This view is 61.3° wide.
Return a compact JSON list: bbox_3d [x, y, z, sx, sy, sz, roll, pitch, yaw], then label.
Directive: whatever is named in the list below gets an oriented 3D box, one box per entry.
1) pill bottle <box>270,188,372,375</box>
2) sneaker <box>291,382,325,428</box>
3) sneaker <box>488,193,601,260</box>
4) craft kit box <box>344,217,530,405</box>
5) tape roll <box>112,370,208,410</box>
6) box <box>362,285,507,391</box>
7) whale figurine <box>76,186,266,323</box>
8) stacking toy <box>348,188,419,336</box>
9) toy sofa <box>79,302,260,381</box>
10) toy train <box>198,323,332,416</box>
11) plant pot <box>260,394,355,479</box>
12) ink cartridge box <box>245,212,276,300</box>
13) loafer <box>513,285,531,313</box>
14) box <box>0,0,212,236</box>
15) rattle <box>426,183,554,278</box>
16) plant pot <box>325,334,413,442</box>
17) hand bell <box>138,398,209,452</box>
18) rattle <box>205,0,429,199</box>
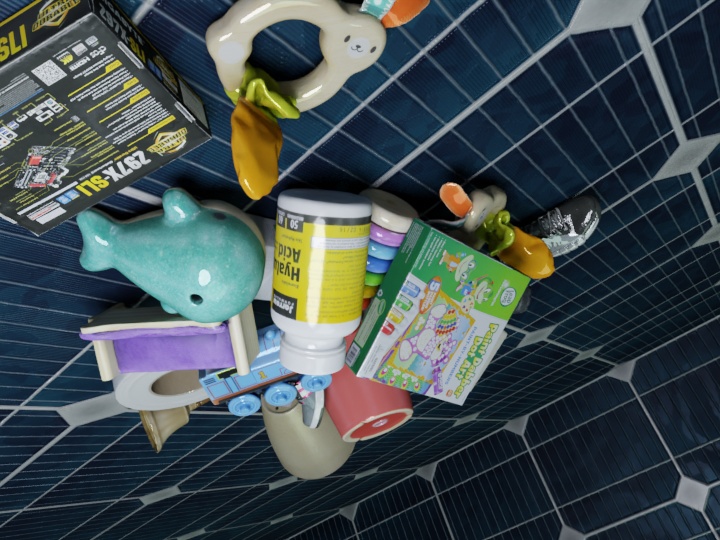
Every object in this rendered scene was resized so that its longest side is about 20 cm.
[{"bbox_3d":[-0.049,0.012,0.712,0.110,0.111,0.204,-4,106,-32],"label":"pill bottle"},{"bbox_3d":[-0.122,0.182,1.037,0.118,0.084,0.204,-2,107,-14],"label":"sneaker"},{"bbox_3d":[0.288,-0.057,0.989,0.114,0.076,0.200,8,141,-41],"label":"sneaker"},{"bbox_3d":[0.102,0.061,0.780,0.196,0.048,0.202,20,100,-38],"label":"craft kit box"},{"bbox_3d":[-0.273,0.136,0.918,0.199,0.072,0.203,-17,153,-9],"label":"tape roll"},{"bbox_3d":[0.097,0.070,0.887,0.199,0.128,0.110,35,91,-37],"label":"box"},{"bbox_3d":[-0.199,-0.008,0.636,0.196,0.105,0.161,10,127,-11],"label":"whale figurine"},{"bbox_3d":[0.000,0.000,0.792,0.084,0.085,0.202,3,122,-40],"label":"stacking toy"},{"bbox_3d":[-0.230,0.088,0.740,0.196,0.084,0.098,-4,-164,11],"label":"toy sofa"},{"bbox_3d":[-0.123,0.126,0.834,0.197,0.087,0.115,-18,134,-1],"label":"toy train"},{"bbox_3d":[-0.119,0.288,1.216,0.185,0.189,0.201,-22,140,1],"label":"plant pot"},{"bbox_3d":[-0.118,-0.012,0.791,0.198,0.051,0.109,9,139,-47],"label":"ink cartridge box"},{"bbox_3d":[0.180,0.020,0.958,0.069,0.200,0.069,3,100,-30],"label":"loafer"},{"bbox_3d":[-0.248,-0.121,0.498,0.198,0.050,0.160,-27,155,8],"label":"box"},{"bbox_3d":[0.178,-0.041,0.815,0.129,0.144,0.200,-36,163,5],"label":"rattle"},{"bbox_3d":[0.005,0.208,1.138,0.197,0.179,0.201,-18,153,-10],"label":"plant pot"},{"bbox_3d":[-0.286,0.232,1.085,0.198,0.105,0.105,-20,156,-29],"label":"hand bell"},{"bbox_3d":[-0.020,-0.167,0.497,0.196,0.144,0.131,-15,135,0],"label":"rattle"}]
